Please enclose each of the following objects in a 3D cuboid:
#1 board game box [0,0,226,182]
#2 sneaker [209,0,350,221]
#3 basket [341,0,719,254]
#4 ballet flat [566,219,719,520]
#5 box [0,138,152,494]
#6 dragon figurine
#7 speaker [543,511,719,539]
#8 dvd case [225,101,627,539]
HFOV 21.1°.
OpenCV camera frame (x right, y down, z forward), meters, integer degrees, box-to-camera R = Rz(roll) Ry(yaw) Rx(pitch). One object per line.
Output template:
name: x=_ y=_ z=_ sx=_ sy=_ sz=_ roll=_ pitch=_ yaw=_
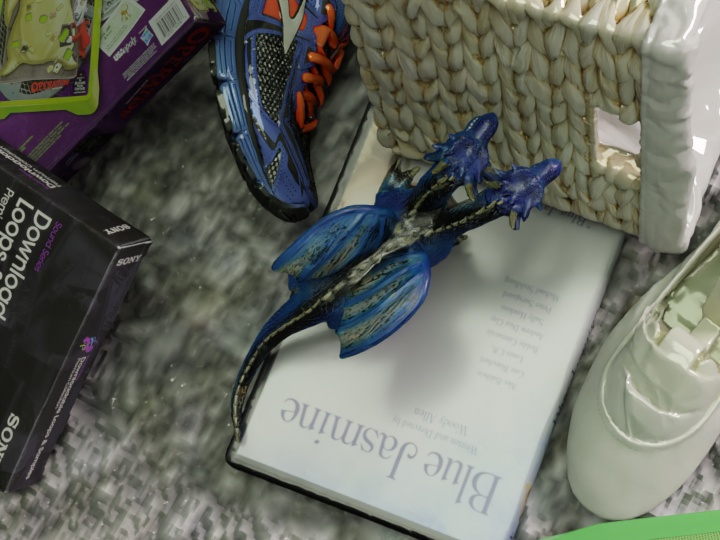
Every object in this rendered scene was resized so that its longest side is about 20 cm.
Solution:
board game box: x=-0.163 y=-0.103 z=0.943 sx=0.200 sy=0.032 sz=0.120 roll=-40 pitch=73 yaw=27
sneaker: x=-0.032 y=-0.122 z=0.943 sx=0.078 sy=0.075 sz=0.201 roll=-4 pitch=76 yaw=5
basket: x=0.104 y=-0.149 z=0.863 sx=0.160 sy=0.198 sz=0.200 roll=19 pitch=71 yaw=16
ballet flat: x=0.158 y=0.023 z=0.883 sx=0.069 sy=0.069 sz=0.200 roll=36 pitch=83 yaw=16
box: x=-0.211 y=-0.005 z=0.935 sx=0.200 sy=0.036 sz=0.143 roll=32 pitch=110 yaw=15
dragon figurine: x=0.000 y=0.000 z=0.868 sx=0.200 sy=0.099 sz=0.059 roll=-39 pitch=92 yaw=6
speaker: x=0.148 y=0.151 z=0.831 sx=0.199 sy=0.088 sz=0.089 roll=-8 pitch=73 yaw=7
dvd case: x=0.036 y=0.025 z=0.926 sx=0.142 sy=0.018 sz=0.201 roll=19 pitch=79 yaw=13
